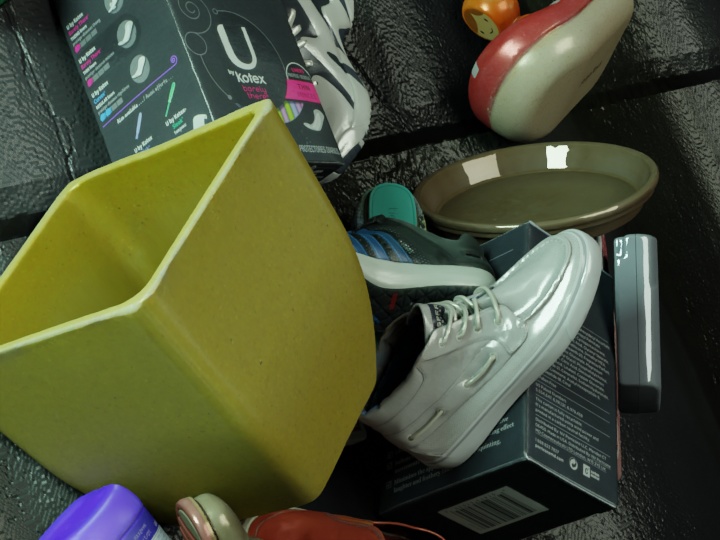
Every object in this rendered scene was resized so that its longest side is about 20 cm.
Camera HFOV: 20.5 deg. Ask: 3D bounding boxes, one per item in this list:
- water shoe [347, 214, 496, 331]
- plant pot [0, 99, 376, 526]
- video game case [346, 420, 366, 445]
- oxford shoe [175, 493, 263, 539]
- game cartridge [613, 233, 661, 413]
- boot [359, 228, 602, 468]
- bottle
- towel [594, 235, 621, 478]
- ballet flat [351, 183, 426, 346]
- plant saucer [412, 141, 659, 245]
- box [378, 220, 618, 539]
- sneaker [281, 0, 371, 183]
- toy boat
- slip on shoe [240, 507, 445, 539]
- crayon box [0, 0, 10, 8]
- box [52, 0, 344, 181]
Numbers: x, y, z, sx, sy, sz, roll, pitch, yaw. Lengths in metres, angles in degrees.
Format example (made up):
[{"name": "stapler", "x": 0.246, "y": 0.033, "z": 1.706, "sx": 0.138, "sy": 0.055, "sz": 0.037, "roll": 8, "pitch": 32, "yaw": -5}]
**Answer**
[{"name": "water shoe", "x": 0.000, "y": 0.000, "z": 1.435, "sx": 0.199, "sy": 0.072, "sz": 0.079, "roll": 10, "pitch": 37, "yaw": -17}, {"name": "plant pot", "x": -0.103, "y": 0.050, "z": 1.246, "sx": 0.200, "sy": 0.195, "sz": 0.195, "roll": 53, "pitch": 42, "yaw": -24}, {"name": "video game case", "x": -0.073, "y": 0.034, "z": 1.423, "sx": 0.143, "sy": 0.018, "sz": 0.201, "roll": -3, "pitch": 72, "yaw": -49}, {"name": "oxford shoe", "x": -0.055, "y": 0.190, "z": 1.258, "sx": 0.070, "sy": 0.075, "sz": 0.200, "roll": 50, "pitch": -8, "yaw": 40}, {"name": "game cartridge", "x": 0.220, "y": 0.046, "z": 1.579, "sx": 0.200, "sy": 0.041, "sz": 0.134, "roll": 29, "pitch": 55, "yaw": -81}, {"name": "boot", "x": 0.079, "y": 0.043, "z": 1.379, "sx": 0.095, "sy": 0.200, "sz": 0.074, "roll": 31, "pitch": 7, "yaw": -36}, {"name": "bottle", "x": -0.119, "y": 0.229, "z": 1.222, "sx": 0.200, "sy": 0.065, "sz": 0.084, "roll": 53, "pitch": 44, "yaw": -14}, {"name": "towel", "x": 0.196, "y": 0.066, "z": 1.627, "sx": 0.200, "sy": 0.023, "sz": 0.145, "roll": 73, "pitch": 16, "yaw": -56}, {"name": "ballet flat", "x": 0.020, "y": 0.031, "z": 1.493, "sx": 0.074, "sy": 0.074, "sz": 0.201, "roll": 31, "pitch": 49, "yaw": -34}, {"name": "plant saucer", "x": 0.141, "y": -0.060, "z": 1.599, "sx": 0.200, "sy": 0.199, "sz": 0.030, "roll": -37, "pitch": 125, "yaw": -51}, {"name": "box", "x": 0.103, "y": 0.092, "z": 1.489, "sx": 0.107, "sy": 0.148, "sz": 0.201, "roll": 30, "pitch": 50, "yaw": -36}, {"name": "sneaker", "x": -0.064, "y": -0.166, "z": 1.498, "sx": 0.129, "sy": 0.079, "sz": 0.200, "roll": 25, "pitch": 52, "yaw": -37}, {"name": "toy boat", "x": 0.147, "y": -0.206, "z": 1.752, "sx": 0.130, "sy": 0.131, "sz": 0.200, "roll": 33, "pitch": 38, "yaw": 10}, {"name": "slip on shoe", "x": -0.011, "y": 0.198, "z": 1.369, "sx": 0.199, "sy": 0.061, "sz": 0.075, "roll": 13, "pitch": 62, "yaw": -43}, {"name": "crayon box", "x": -0.299, "y": -0.274, "z": 1.309, "sx": 0.200, "sy": 0.051, "sz": 0.126, "roll": 36, "pitch": 46, "yaw": -31}, {"name": "box", "x": -0.115, "y": -0.137, "z": 1.384, "sx": 0.122, "sy": 0.106, "sz": 0.201, "roll": -2, "pitch": 64, "yaw": -50}]
